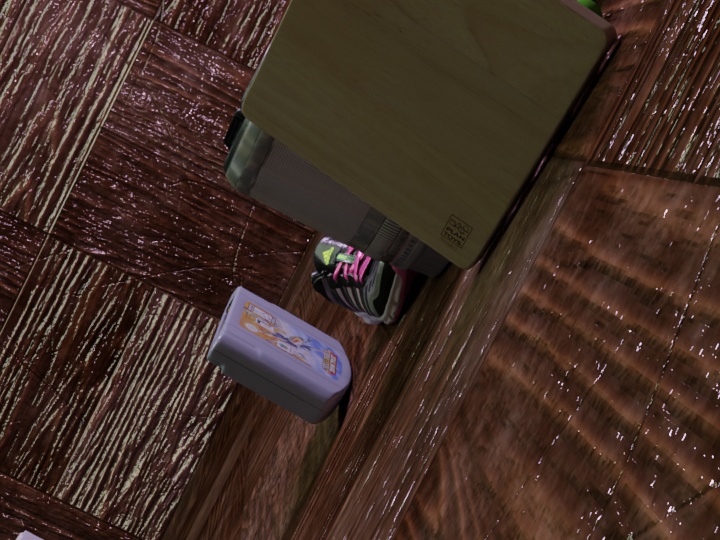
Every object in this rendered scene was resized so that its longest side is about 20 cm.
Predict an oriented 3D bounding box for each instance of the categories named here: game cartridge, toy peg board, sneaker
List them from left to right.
[{"bbox_3d":[-0.072,0.079,1.516,0.042,0.133,0.200,-63,6,12],"label":"game cartridge"},{"bbox_3d":[0.000,0.000,1.439,0.074,0.087,0.200,-64,5,-11],"label":"sneaker"},{"bbox_3d":[0.055,-0.144,1.109,0.098,0.200,0.199,-39,-18,-56],"label":"toy peg board"}]

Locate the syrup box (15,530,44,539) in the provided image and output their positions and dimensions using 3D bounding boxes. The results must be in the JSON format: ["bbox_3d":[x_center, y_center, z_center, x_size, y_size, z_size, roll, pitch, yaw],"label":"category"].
[{"bbox_3d":[-0.140,0.241,0.987,0.082,0.200,0.079,-64,6,-4],"label":"syrup box"}]

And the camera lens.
[{"bbox_3d":[0.002,-0.102,1.290,0.160,0.200,0.160,-62,5,9],"label":"camera lens"}]
